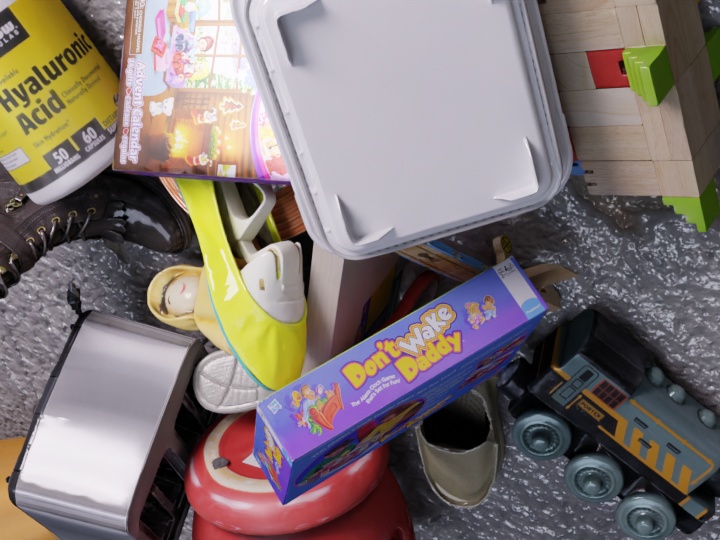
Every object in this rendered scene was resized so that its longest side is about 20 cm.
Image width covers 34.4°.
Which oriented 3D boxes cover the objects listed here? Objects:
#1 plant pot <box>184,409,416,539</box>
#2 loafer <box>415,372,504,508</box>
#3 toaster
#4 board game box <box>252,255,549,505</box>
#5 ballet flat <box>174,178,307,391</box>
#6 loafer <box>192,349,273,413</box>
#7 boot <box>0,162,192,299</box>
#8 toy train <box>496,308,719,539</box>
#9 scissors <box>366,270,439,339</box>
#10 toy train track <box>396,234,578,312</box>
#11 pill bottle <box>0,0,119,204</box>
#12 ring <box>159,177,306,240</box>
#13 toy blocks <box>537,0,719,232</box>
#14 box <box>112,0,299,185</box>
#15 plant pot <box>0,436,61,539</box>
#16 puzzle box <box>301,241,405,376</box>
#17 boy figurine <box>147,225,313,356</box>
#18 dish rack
[{"bbox_3d":[-0.056,0.217,1.014,0.199,0.201,0.184,3,120,25],"label":"plant pot"},{"bbox_3d":[0.079,0.131,0.958,0.075,0.068,0.201,12,131,18],"label":"loafer"},{"bbox_3d":[-0.205,0.144,1.007,0.118,0.182,0.200,11,155,13],"label":"toaster"},{"bbox_3d":[0.023,0.078,0.800,0.045,0.199,0.135,56,162,16],"label":"board game box"},{"bbox_3d":[-0.075,-0.019,0.787,0.067,0.067,0.201,-33,72,36],"label":"ballet flat"},{"bbox_3d":[-0.039,0.084,0.982,0.198,0.063,0.073,-6,84,8],"label":"loafer"},{"bbox_3d":[-0.256,-0.023,0.933,0.199,0.174,0.070,23,133,9],"label":"boot"},{"bbox_3d":[0.201,0.120,0.882,0.200,0.085,0.114,38,124,-5],"label":"toy train"},{"bbox_3d":[0.004,0.068,0.858,0.014,0.200,0.073,29,136,22],"label":"scissors"},{"bbox_3d":[0.075,-0.011,0.819,0.114,0.033,0.199,-19,151,39],"label":"toy train track"},{"bbox_3d":[-0.260,-0.158,0.870,0.111,0.112,0.200,-20,115,37],"label":"pill bottle"},{"bbox_3d":[-0.079,-0.119,0.830,0.199,0.019,0.202,8,105,29],"label":"ring"},{"bbox_3d":[0.140,-0.123,0.718,0.136,0.100,0.201,4,128,39],"label":"toy blocks"},{"bbox_3d":[-0.088,-0.159,0.754,0.136,0.039,0.202,5,91,23],"label":"box"},{"bbox_3d":[-0.372,0.257,1.226,0.182,0.201,0.201,-22,115,20],"label":"plant pot"},{"bbox_3d":[0.000,0.000,0.848,0.025,0.133,0.201,23,133,15],"label":"puzzle box"},{"bbox_3d":[-0.099,0.007,0.929,0.064,0.125,0.199,17,162,-38],"label":"boy figurine"},{"bbox_3d":[0.028,-0.100,0.668,0.170,0.044,0.201,-16,117,6],"label":"dish rack"}]
